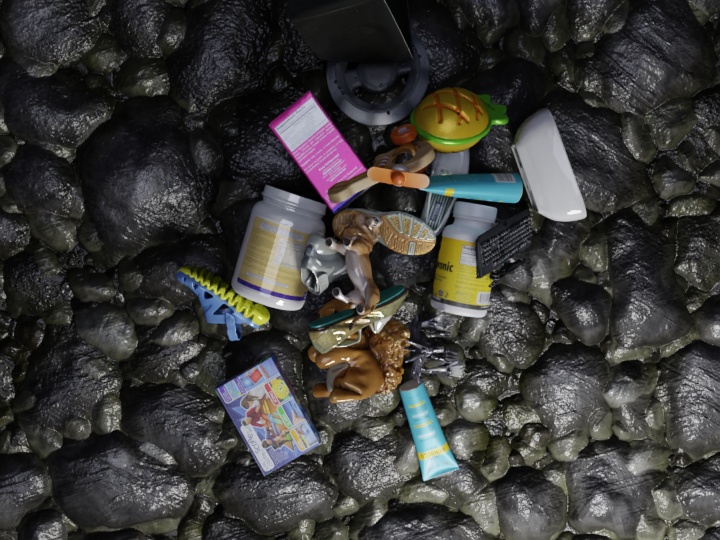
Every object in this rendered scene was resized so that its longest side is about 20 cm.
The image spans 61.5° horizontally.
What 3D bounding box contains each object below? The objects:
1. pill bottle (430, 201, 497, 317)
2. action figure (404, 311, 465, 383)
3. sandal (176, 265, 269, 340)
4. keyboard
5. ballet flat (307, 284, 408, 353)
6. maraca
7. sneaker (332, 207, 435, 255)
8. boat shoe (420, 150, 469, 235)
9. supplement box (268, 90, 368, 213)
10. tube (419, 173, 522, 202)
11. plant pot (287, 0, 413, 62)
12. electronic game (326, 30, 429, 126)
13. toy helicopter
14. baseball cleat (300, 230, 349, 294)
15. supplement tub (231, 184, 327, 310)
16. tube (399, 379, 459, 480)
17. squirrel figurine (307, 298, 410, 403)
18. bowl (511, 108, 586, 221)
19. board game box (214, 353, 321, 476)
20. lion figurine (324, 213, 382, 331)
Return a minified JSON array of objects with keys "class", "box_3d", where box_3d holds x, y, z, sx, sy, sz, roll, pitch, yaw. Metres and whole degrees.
[{"class":"pill bottle","box_3d":[0.200,-0.023,1.139,0.109,0.111,0.205,10,95,0]},{"class":"action figure","box_3d":[0.138,0.135,1.107,0.100,0.200,0.122,-8,87,17]},{"class":"sandal","box_3d":[-0.277,0.066,1.173,0.198,0.080,0.088,36,99,-1]},{"class":"keyboard","box_3d":[0.276,-0.038,1.108,0.039,0.198,0.106,12,118,40]},{"class":"ballet flat","box_3d":[0.002,0.090,1.081,0.197,0.071,0.072,-23,95,-14]},{"class":"maraca","box_3d":[0.180,-0.279,1.099,0.198,0.108,0.137,-26,56,-27]},{"class":"sneaker","box_3d":[0.048,-0.085,1.144,0.196,0.088,0.077,14,107,6]},{"class":"boat shoe","box_3d":[0.165,-0.161,1.148,0.072,0.067,0.205,12,95,-1]},{"class":"supplement box","box_3d":[-0.068,-0.216,1.130,0.103,0.101,0.202,-35,93,4]},{"class":"tube","box_3d":[0.189,-0.151,1.079,0.195,0.077,0.052,1,103,-12]},{"class":"plant pot","box_3d":[-0.023,-0.481,1.050,0.174,0.200,0.204,-9,75,20]},{"class":"electronic game","box_3d":[0.033,-0.374,1.142,0.195,0.042,0.205,0,89,4]},{"class":"toy helicopter","box_3d":[0.037,-0.162,1.030,0.197,0.133,0.080,-26,122,1]},{"class":"baseball cleat","box_3d":[-0.054,-0.002,1.109,0.069,0.199,0.108,20,84,33]},{"class":"supplement tub","box_3d":[-0.147,-0.043,1.125,0.143,0.145,0.204,18,96,-1]},{"class":"tube","box_3d":[0.131,0.319,1.208,0.076,0.050,0.204,-18,100,10]},{"class":"squirrel figurine","box_3d":[-0.003,0.144,1.164,0.195,0.141,0.191,-4,85,-13]},{"class":"bowl","box_3d":[0.328,-0.181,1.085,0.073,0.200,0.204,-19,96,13]},{"class":"board game box","box_3d":[-0.184,0.288,1.210,0.134,0.034,0.203,-28,94,4]},{"class":"lion figurine","box_3d":[0.000,0.000,1.042,0.071,0.122,0.205,-6,84,28]}]
